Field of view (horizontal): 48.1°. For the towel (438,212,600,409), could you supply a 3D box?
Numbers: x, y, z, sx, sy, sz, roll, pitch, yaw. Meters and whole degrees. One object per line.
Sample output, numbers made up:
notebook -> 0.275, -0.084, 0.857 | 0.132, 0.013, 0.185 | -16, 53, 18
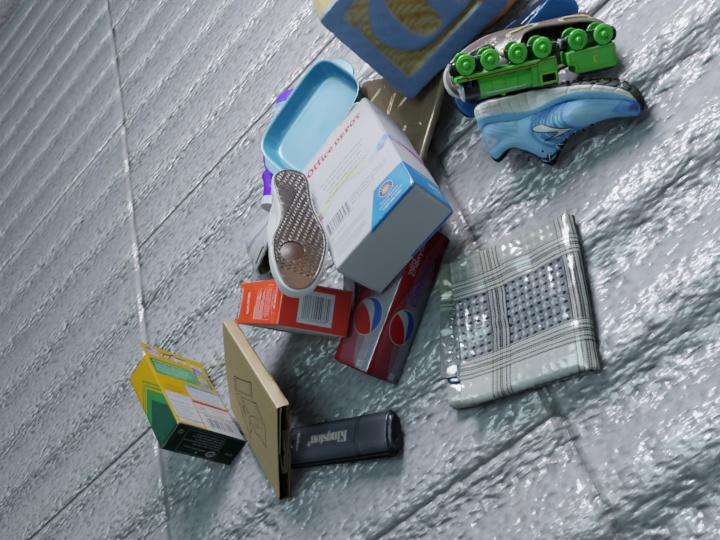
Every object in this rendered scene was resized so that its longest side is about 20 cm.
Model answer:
towel -> 0.168, 0.048, 0.924 | 0.198, 0.034, 0.197 | -24, 55, 37

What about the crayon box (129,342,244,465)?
crayon box -> -0.269, 0.201, 1.223 | 0.052, 0.125, 0.200 | -54, 42, 10

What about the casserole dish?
casserole dish -> -0.070, -0.226, 1.227 | 0.121, 0.039, 0.202 | 40, 96, 35

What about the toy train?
toy train -> 0.196, -0.235, 0.918 | 0.195, 0.058, 0.042 | -13, 19, 2

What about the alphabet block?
alphabet block -> 0.051, -0.399, 1.088 | 0.196, 0.194, 0.202 | -39, 42, 21

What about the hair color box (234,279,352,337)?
hair color box -> -0.095, 0.051, 1.090 | 0.199, 0.099, 0.063 | -7, 73, 65

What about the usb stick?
usb stick -> -0.027, 0.219, 1.036 | 0.197, 0.032, 0.057 | -18, 65, 39

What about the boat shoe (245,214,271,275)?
boat shoe -> -0.107, -0.060, 1.226 | 0.202, 0.074, 0.087 | -43, 52, 32

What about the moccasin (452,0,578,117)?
moccasin -> 0.197, -0.269, 1.033 | 0.199, 0.081, 0.068 | -40, 16, -1

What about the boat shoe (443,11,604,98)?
boat shoe -> 0.195, -0.257, 0.963 | 0.195, 0.073, 0.060 | -16, 9, 2

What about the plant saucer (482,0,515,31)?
plant saucer -> 0.166, -0.416, 1.157 | 0.198, 0.037, 0.205 | -22, 57, 37

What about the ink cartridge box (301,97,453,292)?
ink cartridge box -> 0.013, -0.099, 1.025 | 0.145, 0.084, 0.202 | -47, 41, 21

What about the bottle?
bottle -> -0.117, -0.193, 1.310 | 0.082, 0.065, 0.205 | -1, 70, 41

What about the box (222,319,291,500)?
box -> -0.143, 0.188, 1.107 | 0.200, 0.021, 0.167 | 46, 142, 48

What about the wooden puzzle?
wooden puzzle -> 0.046, -0.189, 1.164 | 0.198, 0.046, 0.189 | 3, 72, 51

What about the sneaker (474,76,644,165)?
sneaker -> 0.235, -0.173, 0.952 | 0.196, 0.078, 0.092 | -5, 104, 31

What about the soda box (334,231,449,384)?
soda box -> 0.041, 0.036, 1.038 | 0.069, 0.063, 0.204 | 14, 81, 47

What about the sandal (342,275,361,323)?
sandal -> 0.000, -0.003, 1.105 | 0.048, 0.083, 0.207 | 1, 64, -1

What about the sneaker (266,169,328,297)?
sneaker -> -0.081, -0.030, 1.007 | 0.086, 0.071, 0.203 | 102, 167, -45
